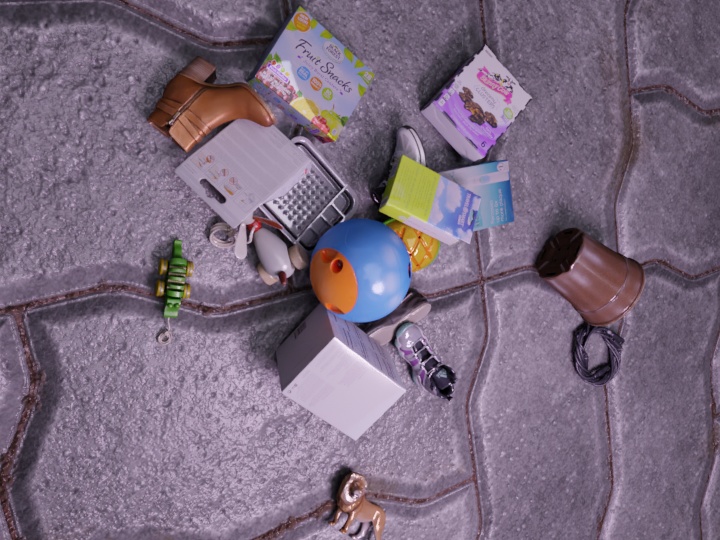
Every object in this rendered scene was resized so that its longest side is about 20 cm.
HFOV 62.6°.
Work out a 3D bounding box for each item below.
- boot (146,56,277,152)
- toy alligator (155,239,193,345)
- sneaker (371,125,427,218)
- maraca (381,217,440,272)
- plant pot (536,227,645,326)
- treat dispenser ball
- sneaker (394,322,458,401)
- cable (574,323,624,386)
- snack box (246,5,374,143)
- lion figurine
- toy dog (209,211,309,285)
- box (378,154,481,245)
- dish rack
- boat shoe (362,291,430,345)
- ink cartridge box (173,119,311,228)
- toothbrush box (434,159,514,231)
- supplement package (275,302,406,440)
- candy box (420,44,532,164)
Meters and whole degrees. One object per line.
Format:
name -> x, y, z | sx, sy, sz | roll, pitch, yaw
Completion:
boot -> -0.265, -0.274, 1.056 | 0.199, 0.077, 0.156 | 34, 76, -3
toy alligator -> -0.344, 0.044, 1.089 | 0.059, 0.054, 0.202 | 7, 92, -28
sneaker -> 0.080, -0.205, 1.274 | 0.115, 0.076, 0.202 | -15, 105, -27
maraca -> 0.075, -0.053, 1.275 | 0.198, 0.107, 0.138 | -4, 114, -8
plant pot -> 0.569, 0.007, 1.500 | 0.197, 0.200, 0.201 | 31, 81, -19
treat dispenser ball -> 0.000, 0.000, 1.154 | 0.199, 0.200, 0.203 | -3, 97, -27
sneaker -> 0.160, 0.208, 1.305 | 0.078, 0.140, 0.201 | -40, 124, -16
cable -> 0.650, 0.231, 1.643 | 0.199, 0.051, 0.164 | 27, 88, -30
snack box -> -0.095, -0.380, 1.168 | 0.200, 0.068, 0.169 | 36, 79, -27
lion figurine -> 0.006, 0.541, 1.329 | 0.123, 0.072, 0.200 | -56, 130, -20
toy dog -> -0.183, -0.043, 1.115 | 0.199, 0.097, 0.132 | 33, 110, -24
box -> 0.147, -0.140, 1.231 | 0.199, 0.048, 0.123 | 25, 68, -16
dish rack -> -0.117, -0.148, 1.196 | 0.172, 0.043, 0.200 | -49, 114, -14
boat shoe -> 0.064, 0.112, 1.320 | 0.199, 0.057, 0.067 | -28, 143, -19
ink cartridge box -> -0.213, -0.185, 1.094 | 0.162, 0.050, 0.200 | 43, 73, 7
toothbrush box -> 0.245, -0.166, 1.361 | 0.199, 0.085, 0.148 | -13, 101, -25
supplement package -> -0.043, 0.200, 1.188 | 0.200, 0.151, 0.152 | 39, 101, -25
candy box -> 0.263, -0.373, 1.335 | 0.168, 0.071, 0.200 | 43, 74, -10
